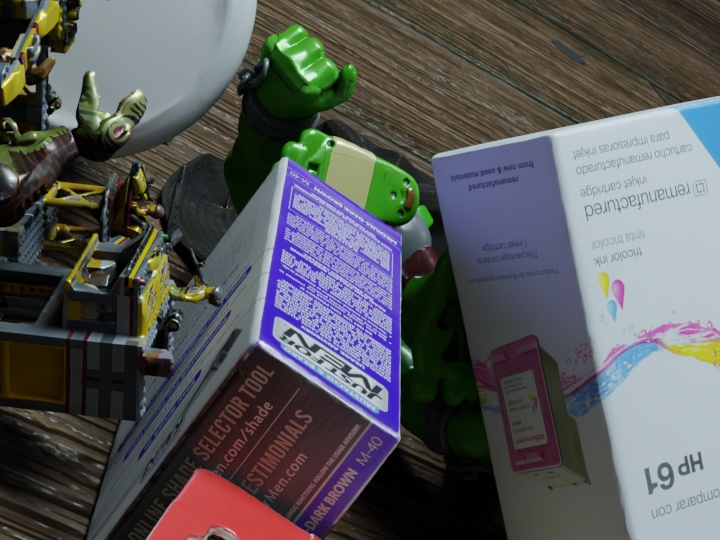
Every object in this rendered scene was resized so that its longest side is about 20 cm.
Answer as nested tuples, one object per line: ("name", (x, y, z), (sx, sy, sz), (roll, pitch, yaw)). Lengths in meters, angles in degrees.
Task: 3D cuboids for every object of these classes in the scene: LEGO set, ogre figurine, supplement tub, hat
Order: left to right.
("supplement tub", (-0.132, -0.131, 1.037), (0.140, 0.140, 0.200), (29, 4, -20))
("LEGO set", (-0.101, -0.034, 0.834), (0.116, 0.154, 0.200), (6, 15, 5))
("ogre figurine", (0.000, 0.000, 1.010), (0.200, 0.098, 0.120), (41, -19, -11))
("hat", (0.002, -0.022, 1.148), (0.200, 0.081, 0.201), (33, 18, -12))

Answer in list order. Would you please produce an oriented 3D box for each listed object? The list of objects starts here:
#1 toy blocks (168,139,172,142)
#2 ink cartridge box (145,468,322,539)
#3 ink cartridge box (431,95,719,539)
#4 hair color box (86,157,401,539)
("toy blocks", (-0.124, -0.182, 1.238), (0.100, 0.137, 0.200), (19, 24, -43))
("ink cartridge box", (0.004, 0.156, 0.709), (0.200, 0.067, 0.116), (36, 17, 0))
("ink cartridge box", (0.124, 0.035, 0.957), (0.144, 0.200, 0.085), (-14, 4, -35))
("hair color box", (-0.039, 0.044, 0.851), (0.065, 0.109, 0.200), (34, 18, -9))
